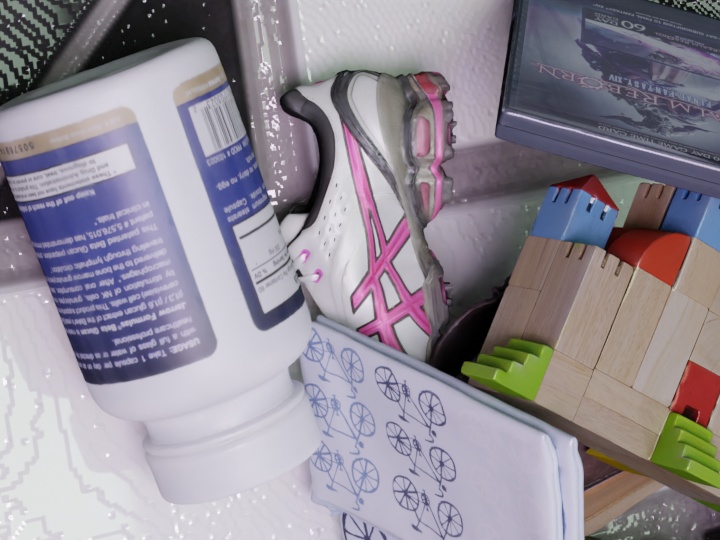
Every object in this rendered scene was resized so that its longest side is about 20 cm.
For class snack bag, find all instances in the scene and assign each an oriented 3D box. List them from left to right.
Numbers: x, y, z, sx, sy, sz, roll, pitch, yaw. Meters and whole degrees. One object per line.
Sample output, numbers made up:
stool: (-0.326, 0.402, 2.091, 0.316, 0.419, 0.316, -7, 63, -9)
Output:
snack bag: (0.038, 0.134, 0.935, 0.021, 0.189, 0.200, -22, 119, -32)

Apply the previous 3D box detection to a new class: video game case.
video game case: (0.141, -0.092, 0.974, 0.143, 0.200, 0.019, 15, 117, 0)

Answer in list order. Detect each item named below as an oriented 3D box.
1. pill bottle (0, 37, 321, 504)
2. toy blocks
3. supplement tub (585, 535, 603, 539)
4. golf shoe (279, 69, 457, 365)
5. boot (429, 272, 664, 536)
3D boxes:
pill bottle: (-0.089, 0.002, 0.925, 0.111, 0.111, 0.200, -24, 102, -23)
toy blocks: (0.143, 0.022, 0.930, 0.200, 0.100, 0.137, 27, 81, -32)
supplement tub: (0.142, 0.216, 0.996, 0.145, 0.200, 0.145, -1, 92, -26)
golf shoe: (0.000, 0.000, 0.997, 0.092, 0.073, 0.200, -1, 92, -8)
boot: (0.143, 0.037, 1.001, 0.200, 0.072, 0.166, -40, 134, -5)
